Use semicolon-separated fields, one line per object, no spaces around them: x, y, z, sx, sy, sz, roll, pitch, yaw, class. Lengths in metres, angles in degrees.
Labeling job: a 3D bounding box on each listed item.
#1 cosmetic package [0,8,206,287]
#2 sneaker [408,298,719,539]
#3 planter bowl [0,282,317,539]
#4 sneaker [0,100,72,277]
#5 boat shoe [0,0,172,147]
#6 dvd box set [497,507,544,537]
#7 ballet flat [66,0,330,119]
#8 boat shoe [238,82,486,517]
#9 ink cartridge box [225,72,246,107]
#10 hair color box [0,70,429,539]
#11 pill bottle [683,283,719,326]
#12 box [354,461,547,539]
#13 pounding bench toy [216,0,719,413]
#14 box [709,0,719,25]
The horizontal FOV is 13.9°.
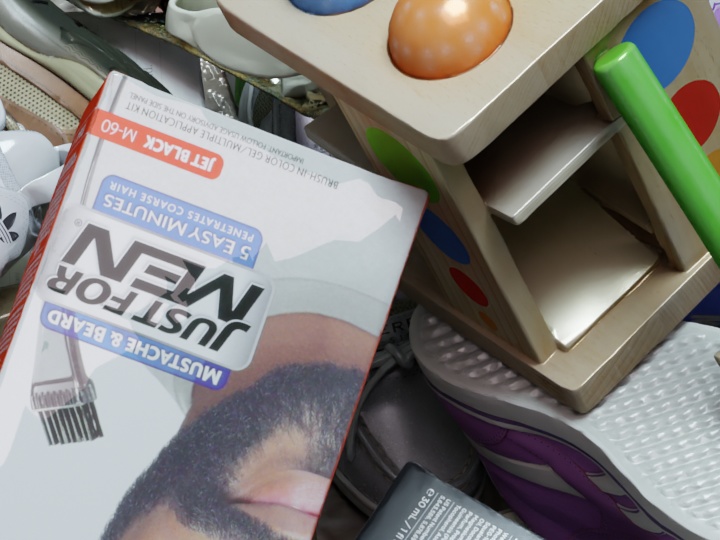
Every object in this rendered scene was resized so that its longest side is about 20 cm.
-0.158;-0.032;1.129;0.199;0.081;0.113;-3;61;-8;cosmetic package
0.112;0.074;1.022;0.073;0.114;0.200;-43;45;-18;sneaker
-0.108;0.086;1.030;0.200;0.135;0.201;2;58;-3;planter bowl
-0.184;-0.023;1.012;0.200;0.075;0.115;18;53;41;sneaker
-0.123;-0.059;1.069;0.200;0.076;0.074;42;97;8;boat shoe
0.140;0.162;1.065;0.146;0.029;0.200;-15;60;-14;dvd box set
-0.066;-0.108;1.085;0.200;0.071;0.071;24;59;20;ballet flat
0.001;-0.001;1.123;0.074;0.065;0.202;-10;73;-11;boat shoe
0.037;-0.156;1.184;0.199;0.146;0.084;-13;58;-13;ink cartridge box
-0.065;0.052;0.927;0.111;0.064;0.200;20;79;-9;hair color box
0.158;-0.033;1.139;0.199;0.112;0.112;3;58;-4;pill bottle
0.023;0.188;0.990;0.141;0.079;0.200;28;69;22;box
0.075;-0.051;0.959;0.124;0.156;0.200;-43;46;-13;pounding bench toy
0.110;-0.156;1.106;0.199;0.137;0.039;-4;25;-16;box
